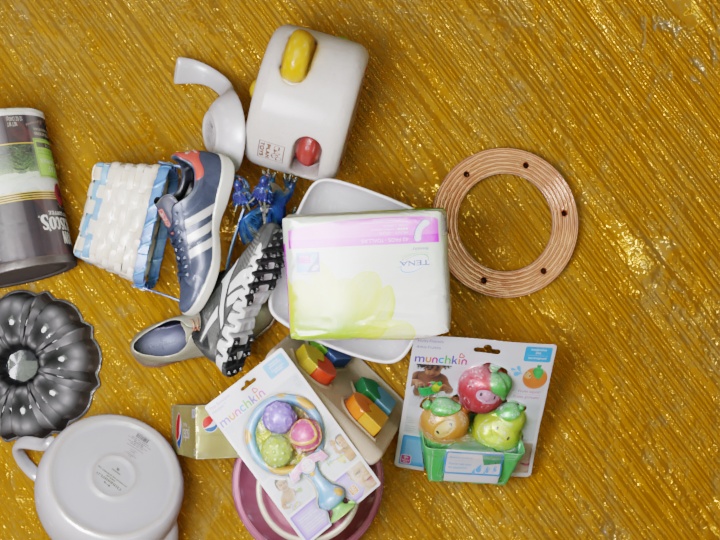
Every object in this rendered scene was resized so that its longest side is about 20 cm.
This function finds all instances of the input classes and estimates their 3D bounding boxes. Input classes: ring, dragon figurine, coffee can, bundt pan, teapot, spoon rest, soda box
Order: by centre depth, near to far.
[{"bbox_3d":[-0.188,0.197,1.595,0.067,0.200,0.065,0,85,-17],"label":"soda box"},{"bbox_3d":[-0.323,0.287,1.619,0.195,0.146,0.202,-5,60,-24],"label":"teapot"},{"bbox_3d":[-0.118,-0.059,1.635,0.058,0.201,0.100,16,47,19],"label":"dragon figurine"},{"bbox_3d":[-0.453,-0.089,1.638,0.145,0.146,0.202,-13,86,-4],"label":"coffee can"},{"bbox_3d":[-0.437,0.123,1.657,0.199,0.076,0.205,0,86,-2],"label":"bundt pan"},{"bbox_3d":[-0.183,-0.208,1.664,0.060,0.100,0.201,-7,44,-27],"label":"spoon rest"},{"bbox_3d":[0.193,-0.064,1.728,0.198,0.019,0.203,0,86,-3],"label":"ring"}]

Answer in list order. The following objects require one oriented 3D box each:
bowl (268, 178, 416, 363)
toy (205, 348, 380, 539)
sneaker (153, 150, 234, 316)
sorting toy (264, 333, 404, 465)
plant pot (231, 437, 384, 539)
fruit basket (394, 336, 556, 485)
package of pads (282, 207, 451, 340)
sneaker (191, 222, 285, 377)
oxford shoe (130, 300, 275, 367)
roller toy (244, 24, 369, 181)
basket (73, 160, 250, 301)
[{"bbox_3d":[0.000,0.000,1.622,0.198,0.075,0.202,22,96,4],"label":"bowl"},{"bbox_3d":[-0.075,0.204,1.491,0.115,0.047,0.201,-37,94,-13],"label":"toy"},{"bbox_3d":[-0.214,-0.049,1.563,0.084,0.075,0.203,12,82,-29],"label":"sneaker"},{"bbox_3d":[-0.022,0.142,1.616,0.185,0.200,0.037,44,108,2],"label":"sorting toy"},{"bbox_3d":[-0.064,0.266,1.608,0.197,0.179,0.203,0,85,-3],"label":"plant pot"},{"bbox_3d":[0.145,0.178,1.629,0.183,0.094,0.202,5,123,-6],"label":"fruit basket"},{"bbox_3d":[0.009,0.007,1.549,0.197,0.068,0.157,-3,97,5],"label":"package of pads"},{"bbox_3d":[-0.158,0.025,1.590,0.090,0.066,0.202,28,106,24],"label":"sneaker"},{"bbox_3d":[-0.203,0.081,1.670,0.198,0.074,0.071,-21,86,-4],"label":"oxford shoe"},{"bbox_3d":[-0.075,-0.214,1.644,0.138,0.200,0.184,15,102,-1],"label":"roller toy"},{"bbox_3d":[-0.253,-0.057,1.646,0.198,0.139,0.178,16,88,4],"label":"basket"}]
